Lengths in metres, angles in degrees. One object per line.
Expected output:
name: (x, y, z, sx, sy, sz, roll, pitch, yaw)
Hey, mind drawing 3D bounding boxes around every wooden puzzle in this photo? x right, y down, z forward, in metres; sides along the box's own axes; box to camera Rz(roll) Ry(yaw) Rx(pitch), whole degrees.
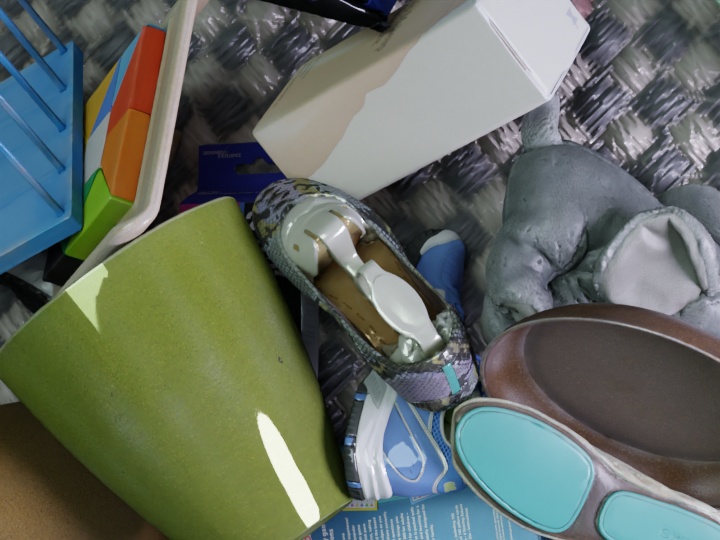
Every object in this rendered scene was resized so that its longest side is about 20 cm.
wooden puzzle: (-0.160, -0.072, 1.491, 0.037, 0.185, 0.200, 23, 58, -17)

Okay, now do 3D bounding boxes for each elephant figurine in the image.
elephant figurine: (0.183, 0.004, 1.436, 0.199, 0.155, 0.142, 12, 53, 12)

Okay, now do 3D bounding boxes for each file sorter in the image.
file sorter: (-0.269, -0.094, 1.501, 0.139, 0.123, 0.200, -28, 36, 15)

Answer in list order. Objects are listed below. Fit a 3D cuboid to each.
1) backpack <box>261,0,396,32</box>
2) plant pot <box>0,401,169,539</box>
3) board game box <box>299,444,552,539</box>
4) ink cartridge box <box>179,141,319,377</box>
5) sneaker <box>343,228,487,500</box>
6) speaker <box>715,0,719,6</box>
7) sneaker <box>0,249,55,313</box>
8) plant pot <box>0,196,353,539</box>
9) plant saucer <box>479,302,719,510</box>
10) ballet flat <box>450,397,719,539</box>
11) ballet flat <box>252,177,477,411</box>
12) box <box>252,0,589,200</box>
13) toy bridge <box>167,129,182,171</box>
backpack: (-0.055, -0.269, 1.424, 0.162, 0.200, 0.168, 12, 71, 27)
plant pot: (-0.243, 0.166, 1.527, 0.186, 0.200, 0.187, -3, 80, 20)
board game box: (0.028, 0.183, 1.499, 0.199, 0.047, 0.152, -12, 77, 19)
ink cartridge box: (-0.075, 0.009, 1.573, 0.094, 0.037, 0.201, -2, 80, 21)
sneaker: (0.046, 0.062, 1.474, 0.077, 0.076, 0.200, 5, 57, 13)
speaker: (0.263, -0.179, 1.439, 0.088, 0.088, 0.200, -37, 71, 13)
sneaker: (-0.246, -0.030, 1.624, 0.200, 0.074, 0.079, 28, 74, 22)
plant pot: (-0.098, 0.088, 1.460, 0.187, 0.187, 0.200, -38, 84, 13)
plant saucer: (0.169, 0.077, 1.387, 0.200, 0.200, 0.032, 9, 57, 22)
ballet flat: (0.137, 0.139, 1.421, 0.200, 0.062, 0.068, 30, 90, -5)
ballet flat: (0.000, 0.000, 1.427, 0.072, 0.072, 0.200, -47, 63, 9)
box: (0.038, -0.119, 1.468, 0.200, 0.095, 0.078, -27, 110, 37)
toy bridge: (-0.225, -0.102, 1.648, 0.200, 0.027, 0.067, 22, 91, 21)
